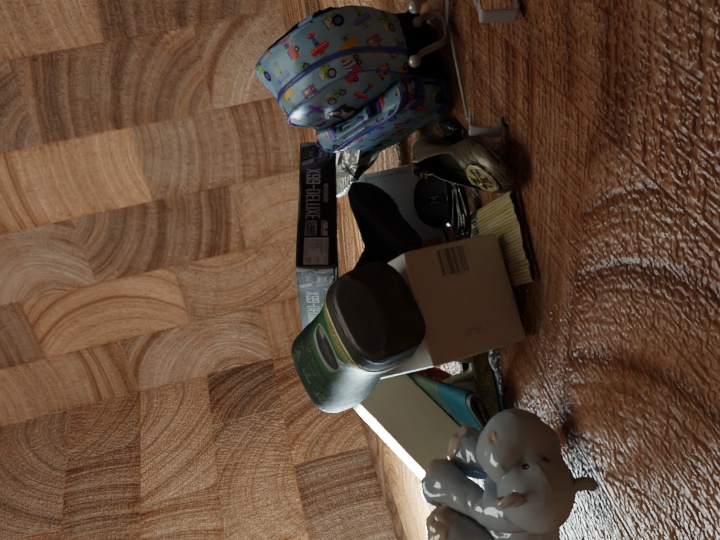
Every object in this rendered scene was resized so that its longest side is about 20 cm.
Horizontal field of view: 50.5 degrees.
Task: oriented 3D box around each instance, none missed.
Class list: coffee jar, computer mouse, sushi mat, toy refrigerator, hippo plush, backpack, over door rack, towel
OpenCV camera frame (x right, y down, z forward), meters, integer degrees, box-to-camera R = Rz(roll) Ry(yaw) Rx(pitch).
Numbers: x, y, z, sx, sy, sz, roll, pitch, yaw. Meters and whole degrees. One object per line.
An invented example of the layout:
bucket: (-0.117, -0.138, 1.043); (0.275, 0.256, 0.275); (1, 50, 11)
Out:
coffee jar: (-0.006, 0.073, 0.802); (0.105, 0.084, 0.200); (63, 153, 14)
computer mouse: (0.095, -0.119, 0.976); (0.200, 0.045, 0.143); (-121, 25, -79)
sushi mat: (0.151, -0.028, 0.849); (0.200, 0.012, 0.097); (141, 115, -82)
toy refrigerator: (0.063, 0.203, 1.031); (0.200, 0.076, 0.070); (42, 161, 30)
hippo plush: (0.144, 0.232, 0.773); (0.162, 0.157, 0.202); (87, 168, -59)
backpack: (-0.013, -0.222, 0.892); (0.199, 0.181, 0.136); (-10, -100, -54)
over door rack: (0.086, -0.249, 0.752); (0.149, 0.066, 0.202); (85, 170, -54)
towel: (0.129, 0.199, 1.015); (0.148, 0.022, 0.199); (58, 163, -16)

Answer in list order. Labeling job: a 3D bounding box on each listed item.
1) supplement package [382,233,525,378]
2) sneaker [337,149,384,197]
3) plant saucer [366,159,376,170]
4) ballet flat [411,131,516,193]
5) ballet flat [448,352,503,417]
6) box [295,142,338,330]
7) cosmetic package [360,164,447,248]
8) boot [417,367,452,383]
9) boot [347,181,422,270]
supplement package: (0.072, 0.048, 0.872); (0.200, 0.120, 0.122); (-31, 73, 64)
sneaker: (0.021, -0.193, 1.102); (0.080, 0.129, 0.201); (46, 135, 26)
plant saucer: (0.015, -0.252, 1.255); (0.200, 0.032, 0.203); (-171, 90, -76)
ballet flat: (0.099, -0.108, 0.799); (0.068, 0.046, 0.200); (52, 175, -25)
ballet flat: (0.140, 0.120, 0.986); (0.071, 0.070, 0.203); (-127, 25, -73)
box: (-0.053, -0.037, 0.982); (0.159, 0.049, 0.202); (90, 179, -54)
cosmetic package: (0.066, -0.053, 1.132); (0.072, 0.100, 0.202); (90, 165, -59)
boot: (0.078, 0.163, 1.145); (0.107, 0.197, 0.076); (-176, 104, -77)
boot: (0.000, 0.001, 1.071); (0.166, 0.065, 0.202); (59, 137, 45)
